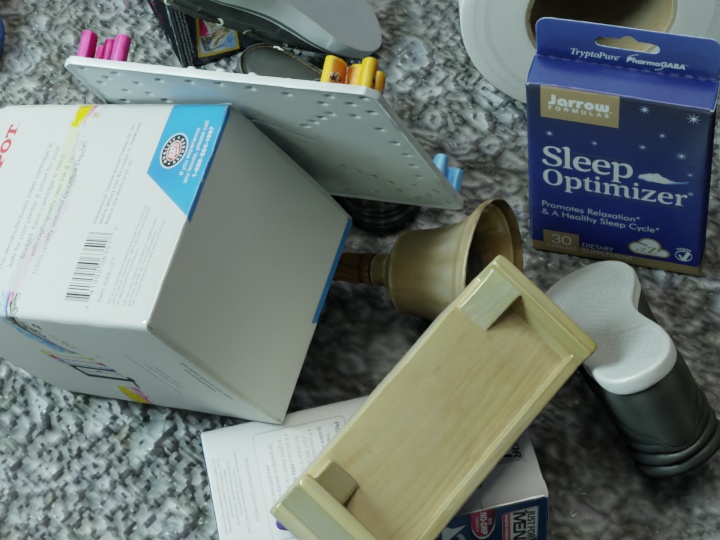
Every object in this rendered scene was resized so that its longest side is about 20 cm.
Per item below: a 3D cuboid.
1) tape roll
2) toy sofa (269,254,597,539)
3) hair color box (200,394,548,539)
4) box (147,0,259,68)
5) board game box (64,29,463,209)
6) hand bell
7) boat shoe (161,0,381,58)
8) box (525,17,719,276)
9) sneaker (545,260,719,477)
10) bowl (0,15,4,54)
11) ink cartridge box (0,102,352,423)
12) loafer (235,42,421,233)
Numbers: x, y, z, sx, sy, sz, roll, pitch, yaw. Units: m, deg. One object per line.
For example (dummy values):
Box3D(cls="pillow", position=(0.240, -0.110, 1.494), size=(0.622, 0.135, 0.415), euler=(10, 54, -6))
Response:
Box3D(cls="tape roll", position=(0.166, -0.231, 1.289), size=(0.200, 0.204, 0.140), euler=(-4, 50, 3))
Box3D(cls="toy sofa", position=(0.041, 0.095, 1.050), size=(0.083, 0.098, 0.200), euler=(42, 65, 2))
Box3D(cls="hair color box", position=(0.008, 0.133, 1.102), size=(0.198, 0.061, 0.101), euler=(-12, 53, -3))
Box3D(cls="box", position=(-0.131, -0.283, 1.408), size=(0.114, 0.133, 0.201), euler=(-23, 52, -10))
Box3D(cls="board game box", position=(-0.051, -0.091, 1.101), size=(0.198, 0.200, 0.026), euler=(8, 77, 21))
Box3D(cls="hand bell", position=(0.000, 0.000, 1.213), size=(0.198, 0.105, 0.105), euler=(3, 50, 26))
Box3D(cls="boat shoe", position=(-0.069, -0.200, 1.331), size=(0.056, 0.199, 0.069), euler=(-28, 58, 38))
Box3D(cls="box", position=(0.168, -0.077, 1.164), size=(0.120, 0.201, 0.033), euler=(10, 53, 15))
Box3D(cls="sneaker", position=(0.171, 0.065, 1.141), size=(0.070, 0.100, 0.200), euler=(-28, 21, 3))
Box3D(cls="bowl", position=(-0.384, -0.184, 1.417), size=(0.198, 0.040, 0.202), euler=(-3, 51, 4))
Box3D(cls="ink cartridge box", position=(-0.139, -0.007, 1.121), size=(0.198, 0.145, 0.149), euler=(5, 67, 37))
Box3D(cls="loafer", position=(-0.026, -0.114, 1.299), size=(0.073, 0.073, 0.200), euler=(-35, 55, -19))
